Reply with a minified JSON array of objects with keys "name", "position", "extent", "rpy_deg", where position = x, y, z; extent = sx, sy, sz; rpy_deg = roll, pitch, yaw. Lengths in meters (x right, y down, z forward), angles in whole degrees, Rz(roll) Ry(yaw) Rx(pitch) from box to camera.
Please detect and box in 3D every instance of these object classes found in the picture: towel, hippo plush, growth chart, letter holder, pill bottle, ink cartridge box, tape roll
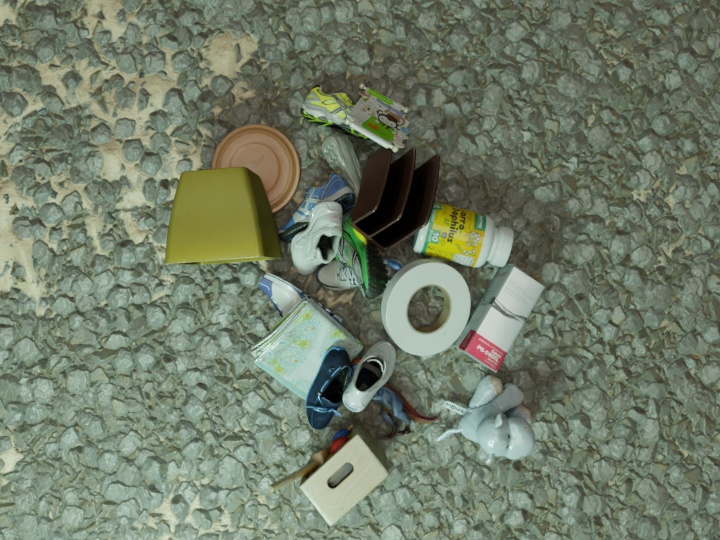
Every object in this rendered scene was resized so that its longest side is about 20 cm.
[{"name":"towel","position":[-0.110,0.167,1.328],"extent":[0.171,0.048,0.200],"rpy_deg":[-42,126,7]},{"name":"hippo plush","position":[0.279,0.306,1.317],"extent":[0.195,0.161,0.164],"rpy_deg":[11,87,-5]},{"name":"growth chart","position":[0.042,-0.322,1.351],"extent":[0.142,0.202,0.018],"rpy_deg":[24,130,-4]},{"name":"letter holder","position":[0.076,-0.166,1.291],"extent":[0.100,0.141,0.203],"rpy_deg":[35,48,-26]},{"name":"pill bottle","position":[0.218,-0.071,1.360],"extent":[0.195,0.113,0.116],"rpy_deg":[14,88,0]},{"name":"ink cartridge box","position":[0.287,0.097,1.338],"extent":[0.082,0.145,0.203],"rpy_deg":[31,88,1]},{"name":"tape roll","position":[0.140,0.079,1.356],"extent":[0.197,0.037,0.209],"rpy_deg":[-5,105,-18]}]

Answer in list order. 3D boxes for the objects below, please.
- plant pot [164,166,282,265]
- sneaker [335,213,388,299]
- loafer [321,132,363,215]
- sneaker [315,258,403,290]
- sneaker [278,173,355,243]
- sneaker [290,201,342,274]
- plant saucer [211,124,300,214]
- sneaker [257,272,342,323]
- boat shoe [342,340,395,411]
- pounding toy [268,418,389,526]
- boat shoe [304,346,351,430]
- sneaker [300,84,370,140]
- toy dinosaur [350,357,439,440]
[{"name":"plant pot","position":[-0.275,-0.108,1.302],"extent":[0.194,0.200,0.182],"rpy_deg":[-3,90,4]},{"name":"sneaker","position":[-0.002,-0.021,1.306],"extent":[0.084,0.078,0.203],"rpy_deg":[-34,48,20]},{"name":"loafer","position":[-0.017,-0.202,1.381],"extent":[0.069,0.069,0.204],"rpy_deg":[-23,93,-37]},{"name":"sneaker","position":[0.000,0.000,1.369],"extent":[0.194,0.085,0.079],"rpy_deg":[-5,88,0]},{"name":"sneaker","position":[-0.098,-0.128,1.369],"extent":[0.198,0.075,0.078],"rpy_deg":[-33,64,19]},{"name":"sneaker","position":[-0.091,-0.045,1.321],"extent":[0.076,0.201,0.101],"rpy_deg":[5,50,-23]},{"name":"plant saucer","position":[-0.229,-0.219,1.400],"extent":[0.194,0.032,0.206],"rpy_deg":[0,88,-1]},{"name":"sneaker","position":[-0.147,0.098,1.366],"extent":[0.197,0.081,0.117],"rpy_deg":[33,86,-1]},{"name":"boat shoe","position":[0.031,0.204,1.314],"extent":[0.072,0.201,0.066],"rpy_deg":[29,130,3]},{"name":"pounding toy","position":[-0.060,0.407,1.304],"extent":[0.199,0.184,0.143],"rpy_deg":[-40,89,-2]},{"name":"boat shoe","position":[-0.069,0.257,1.329],"extent":[0.082,0.069,0.204],"rpy_deg":[-3,121,-26]},{"name":"sneaker","position":[-0.030,-0.341,1.385],"extent":[0.195,0.075,0.078],"rpy_deg":[20,88,-1]},{"name":"toy dinosaur","position":[0.045,0.270,1.384],"extent":[0.196,0.105,0.186],"rpy_deg":[-11,77,-35]}]
